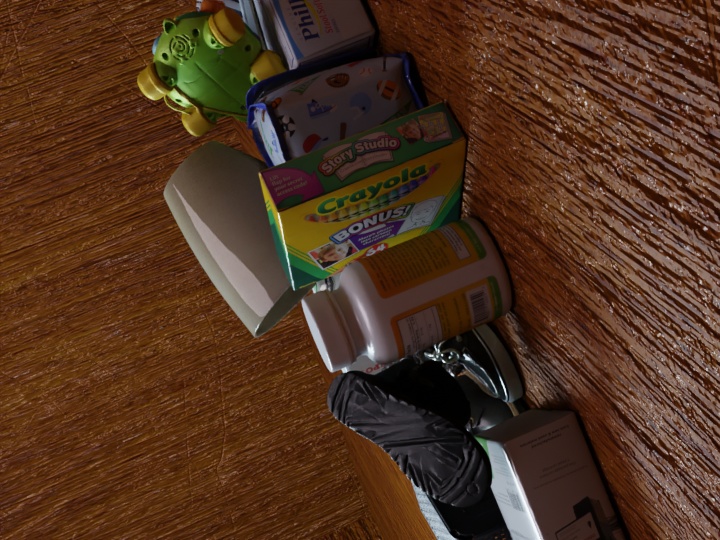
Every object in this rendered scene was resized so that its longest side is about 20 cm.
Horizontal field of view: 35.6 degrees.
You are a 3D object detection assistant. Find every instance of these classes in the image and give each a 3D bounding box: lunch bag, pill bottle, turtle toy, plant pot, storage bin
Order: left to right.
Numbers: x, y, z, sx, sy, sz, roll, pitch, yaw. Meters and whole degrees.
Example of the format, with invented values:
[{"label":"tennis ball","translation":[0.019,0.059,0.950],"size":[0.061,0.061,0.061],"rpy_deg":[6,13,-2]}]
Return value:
[{"label":"turtle toy","translation":[-0.163,-0.237,1.322],"size":[0.200,0.145,0.101],"rpy_deg":[40,-155,-43]},{"label":"plant pot","translation":[-0.134,-0.056,1.347],"size":[0.200,0.187,0.187],"rpy_deg":[43,169,5]},{"label":"lunch bag","translation":[-0.033,-0.171,1.248],"size":[0.200,0.169,0.124],"rpy_deg":[-142,33,-74]},{"label":"pill bottle","translation":[0.046,0.030,1.162],"size":[0.111,0.199,0.112],"rpy_deg":[158,90,-81]},{"label":"storage bin","translation":[0.148,0.271,1.339],"size":[0.200,0.135,0.094],"rpy_deg":[-126,15,-58]}]

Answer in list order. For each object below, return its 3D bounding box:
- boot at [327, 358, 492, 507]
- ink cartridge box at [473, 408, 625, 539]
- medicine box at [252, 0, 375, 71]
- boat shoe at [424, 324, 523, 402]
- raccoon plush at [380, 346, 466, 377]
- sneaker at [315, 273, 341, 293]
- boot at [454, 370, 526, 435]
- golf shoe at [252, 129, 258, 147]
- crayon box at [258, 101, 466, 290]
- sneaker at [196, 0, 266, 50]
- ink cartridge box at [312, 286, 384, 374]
[{"label":"boot","translation":[0.081,0.158,1.170],"size":[0.200,0.077,0.168],"rpy_deg":[31,-164,26]},{"label":"ink cartridge box","translation":[0.199,0.250,1.142],"size":[0.146,0.084,0.201],"rpy_deg":[144,104,-81]},{"label":"medicine box","translation":[-0.068,-0.310,1.350],"size":[0.200,0.103,0.183],"rpy_deg":[113,134,-78]},{"label":"boat shoe","translation":[0.106,0.075,1.277],"size":[0.200,0.068,0.074],"rpy_deg":[56,165,10]},{"label":"raccoon plush","translation":[0.052,0.091,1.494],"size":[0.097,0.133,0.201],"rpy_deg":[150,98,-83]},{"label":"sneaker","translation":[0.000,0.000,1.369],"size":[0.200,0.087,0.076],"rpy_deg":[-6,-92,-74]},{"label":"boot","translation":[0.119,0.192,1.318],"size":[0.200,0.138,0.078],"rpy_deg":[-142,31,-71]},{"label":"golf shoe","translation":[-0.036,-0.139,1.372],"size":[0.199,0.092,0.073],"rpy_deg":[30,-175,0]},{"label":"crayon box","translation":[0.006,-0.073,1.156],"size":[0.173,0.199,0.058],"rpy_deg":[85,160,-65]},{"label":"sneaker","translation":[-0.187,-0.312,1.373],"size":[0.070,0.108,0.201],"rpy_deg":[-124,14,-53]},{"label":"ink cartridge box","translation":[0.017,0.044,1.559],"size":[0.084,0.145,0.201],"rpy_deg":[-127,17,-57]}]
